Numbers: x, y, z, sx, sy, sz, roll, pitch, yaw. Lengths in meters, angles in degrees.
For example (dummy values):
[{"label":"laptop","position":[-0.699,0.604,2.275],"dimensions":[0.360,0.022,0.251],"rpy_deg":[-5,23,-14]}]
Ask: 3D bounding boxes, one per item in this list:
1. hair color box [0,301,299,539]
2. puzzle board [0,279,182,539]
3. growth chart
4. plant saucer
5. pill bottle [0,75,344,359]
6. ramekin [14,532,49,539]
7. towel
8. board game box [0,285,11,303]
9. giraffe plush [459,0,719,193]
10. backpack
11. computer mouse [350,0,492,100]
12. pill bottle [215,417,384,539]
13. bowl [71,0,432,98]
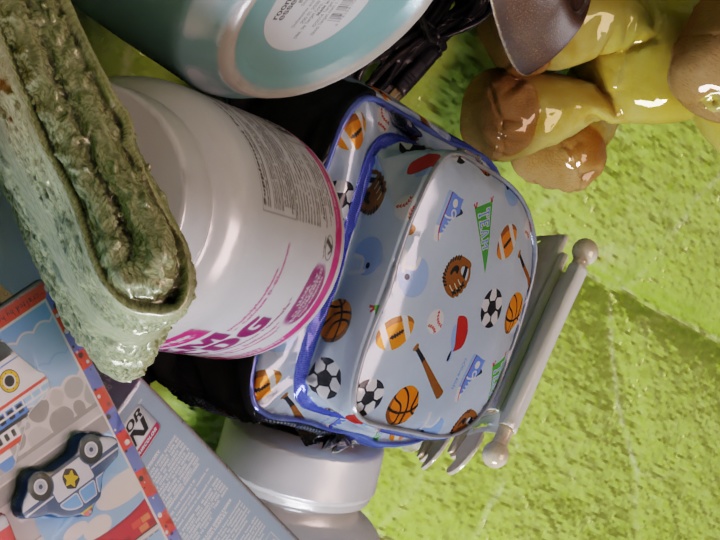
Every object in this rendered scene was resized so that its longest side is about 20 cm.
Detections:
[{"label":"hair color box","position":[-0.105,0.100,1.303],"dimensions":[0.061,0.099,0.200],"rpy_deg":[-55,143,-13]},{"label":"puzzle board","position":[-0.158,0.117,1.076],"dimensions":[0.200,0.017,0.151],"rpy_deg":[-37,111,-33]},{"label":"growth chart","position":[0.062,0.039,1.488],"dimensions":[0.018,0.200,0.145],"rpy_deg":[28,84,-16]},{"label":"plant saucer","position":[0.088,-0.196,1.388],"dimensions":[0.200,0.032,0.201],"rpy_deg":[-3,90,-77]},{"label":"pill bottle","position":[-0.086,-0.022,1.217],"dimensions":[0.114,0.113,0.200],"rpy_deg":[-68,163,2]},{"label":"ramekin","position":[-0.190,0.138,1.180],"dimensions":[0.200,0.200,0.098],"rpy_deg":[17,89,-55]},{"label":"towel","position":[-0.121,-0.058,1.053],"dimensions":[0.036,0.200,0.148],"rpy_deg":[-25,173,-15]},{"label":"board game box","position":[-0.169,0.030,1.288],"dimensions":[0.120,0.032,0.200],"rpy_deg":[-35,135,-41]},{"label":"giraffe plush","position":[0.174,-0.109,1.536],"dimensions":[0.200,0.162,0.173],"rpy_deg":[-8,115,-54]},{"label":"backpack","position":[0.000,0.000,1.394],"dimensions":[0.190,0.154,0.200],"rpy_deg":[19,95,-64]},{"label":"computer mouse","position":[0.010,-0.169,1.401],"dimensions":[0.110,0.044,0.200],"rpy_deg":[-44,146,-22]},{"label":"pill bottle","position":[-0.051,0.173,1.455],"dimensions":[0.112,0.112,0.200],"rpy_deg":[-3,112,-52]},{"label":"bowl","position":[-0.034,-0.150,1.223],"dimensions":[0.201,0.105,0.201],"rpy_deg":[-28,154,-15]}]
